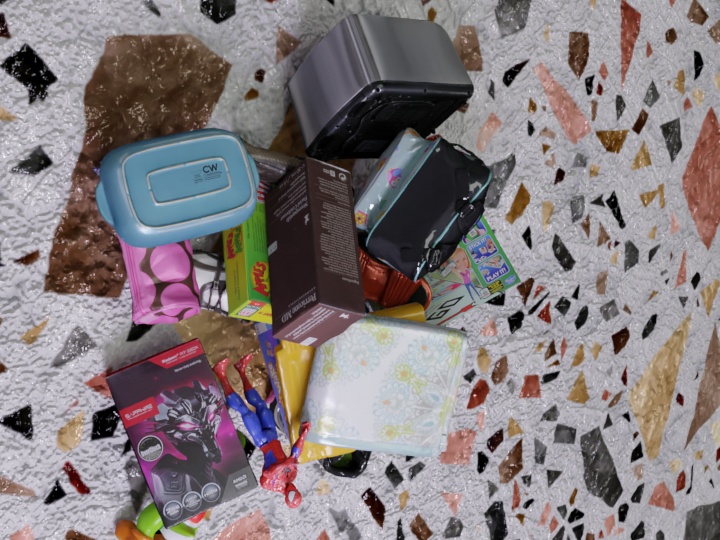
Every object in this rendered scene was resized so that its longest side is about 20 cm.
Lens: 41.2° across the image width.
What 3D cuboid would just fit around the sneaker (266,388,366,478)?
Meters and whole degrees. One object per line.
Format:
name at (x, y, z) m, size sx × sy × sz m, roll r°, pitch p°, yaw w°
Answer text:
sneaker at (-0.055, 0.232, 1.363) m, size 0.074 × 0.087 × 0.200 m, roll -51°, pitch 126°, yaw -18°

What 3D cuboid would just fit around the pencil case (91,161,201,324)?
pencil case at (-0.247, -0.036, 1.118) m, size 0.094 × 0.090 × 0.202 m, roll -10°, pitch 85°, yaw -73°

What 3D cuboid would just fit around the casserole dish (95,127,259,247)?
casserole dish at (-0.199, -0.098, 1.087) m, size 0.199 × 0.039 × 0.122 m, roll -17°, pitch 92°, yaw -30°

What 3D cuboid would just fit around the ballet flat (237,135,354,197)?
ballet flat at (-0.093, -0.126, 1.210) m, size 0.199 × 0.067 × 0.047 m, roll 13°, pitch 55°, yaw -31°

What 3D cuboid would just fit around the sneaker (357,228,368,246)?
sneaker at (-0.024, -0.042, 1.346) m, size 0.199 × 0.078 × 0.078 m, roll -33°, pitch 90°, yaw -22°

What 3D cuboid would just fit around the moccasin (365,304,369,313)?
moccasin at (-0.011, 0.102, 1.298) m, size 0.080 × 0.068 × 0.201 m, roll -35°, pitch 94°, yaw -28°

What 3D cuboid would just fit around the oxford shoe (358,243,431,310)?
oxford shoe at (0.000, 0.000, 1.278) m, size 0.199 × 0.073 × 0.072 m, roll 27°, pitch 102°, yaw -3°

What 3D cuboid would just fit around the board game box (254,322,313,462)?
board game box at (-0.054, 0.149, 1.322) m, size 0.134 × 0.045 × 0.202 m, roll -13°, pitch 83°, yaw -36°

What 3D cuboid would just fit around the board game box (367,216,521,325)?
board game box at (0.103, 0.007, 1.328) m, size 0.199 × 0.029 × 0.135 m, roll -30°, pitch 85°, yaw -3°

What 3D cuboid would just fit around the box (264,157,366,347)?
box at (-0.058, -0.021, 1.147) m, size 0.074 × 0.100 × 0.202 m, roll 15°, pitch 55°, yaw -36°

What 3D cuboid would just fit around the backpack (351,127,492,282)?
backpack at (0.080, -0.087, 1.227) m, size 0.177 × 0.153 × 0.200 m, roll -57°, pitch 169°, yaw 9°

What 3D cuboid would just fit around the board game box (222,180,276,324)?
board game box at (-0.119, -0.034, 1.208) m, size 0.101 × 0.048 × 0.202 m, roll 14°, pitch 56°, yaw -37°

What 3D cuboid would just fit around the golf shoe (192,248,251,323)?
golf shoe at (-0.171, 0.023, 1.211) m, size 0.199 × 0.095 × 0.078 m, roll -12°, pitch 132°, yaw -35°

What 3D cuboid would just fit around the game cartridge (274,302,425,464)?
game cartridge at (-0.004, 0.147, 1.236) m, size 0.198 × 0.032 × 0.178 m, roll -13°, pitch 108°, yaw -14°

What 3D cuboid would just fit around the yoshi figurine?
yoshi figurine at (-0.230, 0.276, 1.247) m, size 0.112 × 0.112 × 0.201 m, roll 37°, pitch 90°, yaw 3°

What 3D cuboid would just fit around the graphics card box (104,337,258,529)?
graphics card box at (-0.219, 0.198, 1.175) m, size 0.125 × 0.051 × 0.202 m, roll -21°, pitch 87°, yaw -14°

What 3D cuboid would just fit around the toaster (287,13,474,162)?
toaster at (0.014, -0.227, 1.243) m, size 0.199 × 0.181 × 0.120 m, roll -6°, pitch 69°, yaw -37°

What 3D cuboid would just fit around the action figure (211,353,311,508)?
action figure at (-0.105, 0.188, 1.169) m, size 0.065 × 0.099 × 0.201 m, roll -7°, pitch 66°, yaw -48°

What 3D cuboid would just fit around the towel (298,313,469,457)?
towel at (0.032, 0.143, 1.207) m, size 0.198 × 0.048 × 0.173 m, roll 9°, pitch 99°, yaw -17°
